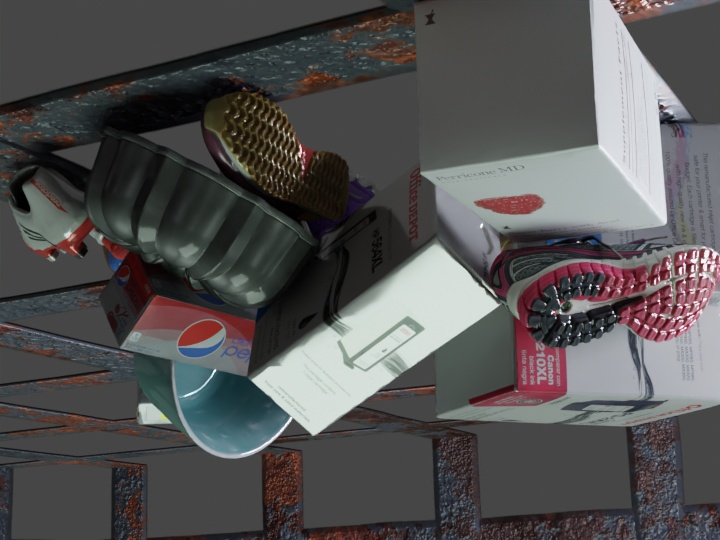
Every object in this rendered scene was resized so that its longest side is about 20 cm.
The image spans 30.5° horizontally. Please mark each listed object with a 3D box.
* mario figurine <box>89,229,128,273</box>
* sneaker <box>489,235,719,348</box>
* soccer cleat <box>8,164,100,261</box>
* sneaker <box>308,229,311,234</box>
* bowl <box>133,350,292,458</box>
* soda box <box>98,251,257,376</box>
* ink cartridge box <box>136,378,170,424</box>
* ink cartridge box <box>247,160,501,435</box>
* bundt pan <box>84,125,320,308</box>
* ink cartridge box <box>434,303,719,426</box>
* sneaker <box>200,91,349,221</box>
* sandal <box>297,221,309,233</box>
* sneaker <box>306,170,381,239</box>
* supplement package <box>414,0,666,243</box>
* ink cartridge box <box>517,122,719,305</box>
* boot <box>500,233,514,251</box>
[{"bbox_3d":[-0.184,-0.043,1.249,0.123,0.106,0.200,-35,-170,-21],"label":"mario figurine"},{"bbox_3d":[0.191,0.004,0.992,0.199,0.081,0.075,0,-151,-31],"label":"sneaker"},{"bbox_3d":[-0.276,-0.056,1.167,0.085,0.069,0.200,47,167,-17],"label":"soccer cleat"},{"bbox_3d":[-0.029,0.044,1.424,0.077,0.141,0.200,-3,166,4],"label":"sneaker"},{"bbox_3d":[-0.148,0.077,1.315,0.104,0.203,0.200,8,176,40],"label":"bowl"},{"bbox_3d":[-0.129,0.044,1.181,0.199,0.070,0.064,17,118,-42],"label":"soda box"},{"bbox_3d":[-0.149,0.082,1.470,0.198,0.199,0.047,2,134,-11],"label":"ink cartridge box"},{"bbox_3d":[0.012,0.016,1.067,0.200,0.146,0.084,-37,114,22],"label":"ink cartridge box"},{"bbox_3d":[-0.136,-0.032,1.055,0.201,0.076,0.202,28,172,4],"label":"bundt pan"},{"bbox_3d":[0.179,0.076,1.090,0.198,0.085,0.145,5,165,-22],"label":"ink cartridge box"},{"bbox_3d":[-0.087,-0.082,1.052,0.089,0.076,0.200,-1,163,27],"label":"sneaker"},{"bbox_3d":[-0.068,-0.015,1.237,0.054,0.081,0.200,-21,-174,-1],"label":"sandal"},{"bbox_3d":[0.000,0.000,1.207,0.080,0.089,0.201,-10,125,32],"label":"sneaker"},{"bbox_3d":[0.127,-0.102,0.899,0.120,0.121,0.200,-7,165,24],"label":"supplement package"},{"bbox_3d":[0.244,-0.035,1.135,0.198,0.148,0.146,-1,166,-2],"label":"ink cartridge box"},{"bbox_3d":[0.097,-0.046,1.170,0.075,0.074,0.200,-25,161,-7],"label":"boot"}]
